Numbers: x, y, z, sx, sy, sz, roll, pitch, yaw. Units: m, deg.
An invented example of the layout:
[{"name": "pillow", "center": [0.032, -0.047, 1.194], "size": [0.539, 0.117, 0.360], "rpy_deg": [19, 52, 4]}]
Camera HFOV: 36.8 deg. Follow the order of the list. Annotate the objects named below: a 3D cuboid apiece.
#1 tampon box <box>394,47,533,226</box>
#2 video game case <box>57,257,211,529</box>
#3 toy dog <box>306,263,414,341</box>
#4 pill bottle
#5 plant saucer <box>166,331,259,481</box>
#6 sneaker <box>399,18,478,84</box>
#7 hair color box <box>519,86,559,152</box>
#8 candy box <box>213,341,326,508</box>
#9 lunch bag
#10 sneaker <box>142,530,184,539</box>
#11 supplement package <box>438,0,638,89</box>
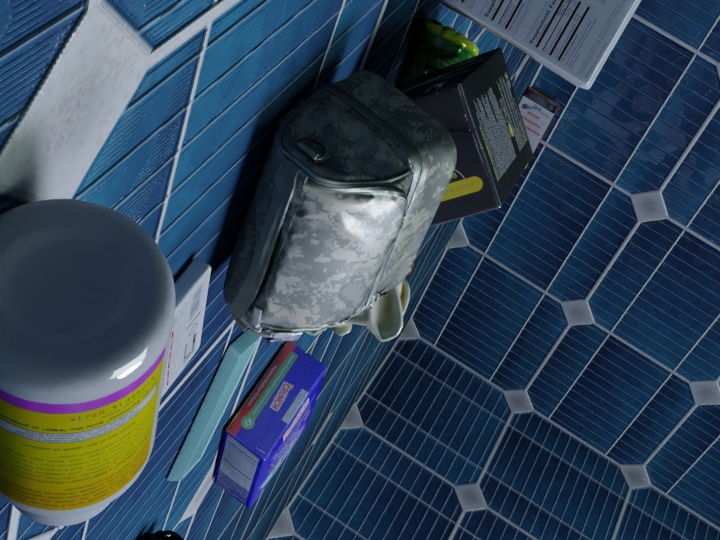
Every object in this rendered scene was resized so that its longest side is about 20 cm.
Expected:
[{"name": "tampon box", "center": [0.079, -0.130, 1.115], "size": [0.148, 0.128, 0.200], "rpy_deg": [-15, -166, 24]}, {"name": "video game case", "center": [-0.186, 0.099, 0.865], "size": [0.201, 0.018, 0.144], "rpy_deg": [-56, 173, -32]}, {"name": "toy dog", "center": [0.000, 0.000, 1.441], "size": [0.200, 0.137, 0.198], "rpy_deg": [-18, 102, -78]}, {"name": "pill bottle", "center": [-0.155, 0.062, 0.566], "size": [0.105, 0.103, 0.201], "rpy_deg": [-54, 171, -37]}, {"name": "plant saucer", "center": [-0.168, 0.157, 1.248], "size": [0.202, 0.019, 0.070], "rpy_deg": [-62, 173, 24]}, {"name": "sneaker", "center": [0.086, -0.223, 1.251], "size": [0.085, 0.073, 0.200], "rpy_deg": [-61, 174, -12]}, {"name": "hair color box", "center": [0.506, -0.439, 3.260], "size": [0.064, 0.110, 0.201], "rpy_deg": [-53, 171, -43]}, {"name": "candy box", "center": [-0.132, 0.225, 1.559], "size": [0.170, 0.076, 0.201], "rpy_deg": [-54, 172, -33]}, {"name": "lunch bag", "center": [-0.030, -0.048, 0.932], "size": [0.167, 0.139, 0.202], "rpy_deg": [-29, 153, -44]}, {"name": "sneaker", "center": [-0.252, 0.380, 1.356], "size": [0.098, 0.070, 0.201], "rpy_deg": [-54, 170, -22]}, {"name": "supplement package", "center": [0.197, -0.309, 1.163], "size": [0.149, 0.198, 0.191], "rpy_deg": [-59, 173, 13]}]
